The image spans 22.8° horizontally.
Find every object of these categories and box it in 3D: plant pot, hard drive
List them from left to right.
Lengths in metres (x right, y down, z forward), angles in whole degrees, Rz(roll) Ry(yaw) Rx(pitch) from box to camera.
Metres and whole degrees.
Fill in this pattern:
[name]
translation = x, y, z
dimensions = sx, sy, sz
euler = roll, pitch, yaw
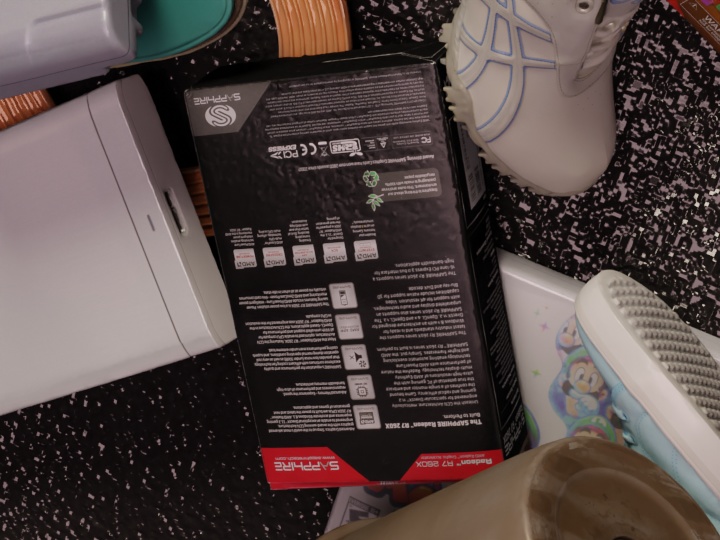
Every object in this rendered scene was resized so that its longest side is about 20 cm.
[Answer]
[hard drive]
translation = -0.163, -0.002, 0.884
dimensions = 0.199, 0.027, 0.133
euler = -18, 97, 33
[plant pot]
translation = 0.069, 0.168, 0.773
dimensions = 0.200, 0.200, 0.174
euler = 41, 128, -3

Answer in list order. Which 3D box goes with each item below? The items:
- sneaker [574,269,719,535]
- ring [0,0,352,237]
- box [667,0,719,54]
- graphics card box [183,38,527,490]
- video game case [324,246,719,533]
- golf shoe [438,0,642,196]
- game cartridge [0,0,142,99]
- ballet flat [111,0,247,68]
[sneaker]
translation = 0.143, 0.096, 0.808
dimensions = 0.082, 0.074, 0.201
euler = -33, 99, 22
[ring]
translation = -0.098, -0.112, 0.850
dimensions = 0.198, 0.019, 0.203
euler = 7, 114, 15
[box]
translation = 0.194, -0.107, 0.699
dimensions = 0.200, 0.039, 0.137
euler = 43, 158, -9
[graphics card box]
translation = 0.000, 0.000, 0.825
dimensions = 0.124, 0.051, 0.202
euler = -5, 110, 22
[video game case]
translation = 0.098, 0.095, 0.874
dimensions = 0.198, 0.024, 0.183
euler = 22, 116, 7
[golf shoe]
translation = 0.081, -0.104, 0.729
dimensions = 0.097, 0.078, 0.201
euler = 18, 145, 41
[game cartridge]
translation = -0.159, -0.172, 0.774
dimensions = 0.132, 0.041, 0.202
euler = -12, 71, 24
[ballet flat]
translation = -0.140, -0.125, 0.812
dimensions = 0.198, 0.070, 0.070
euler = -8, 110, 16
